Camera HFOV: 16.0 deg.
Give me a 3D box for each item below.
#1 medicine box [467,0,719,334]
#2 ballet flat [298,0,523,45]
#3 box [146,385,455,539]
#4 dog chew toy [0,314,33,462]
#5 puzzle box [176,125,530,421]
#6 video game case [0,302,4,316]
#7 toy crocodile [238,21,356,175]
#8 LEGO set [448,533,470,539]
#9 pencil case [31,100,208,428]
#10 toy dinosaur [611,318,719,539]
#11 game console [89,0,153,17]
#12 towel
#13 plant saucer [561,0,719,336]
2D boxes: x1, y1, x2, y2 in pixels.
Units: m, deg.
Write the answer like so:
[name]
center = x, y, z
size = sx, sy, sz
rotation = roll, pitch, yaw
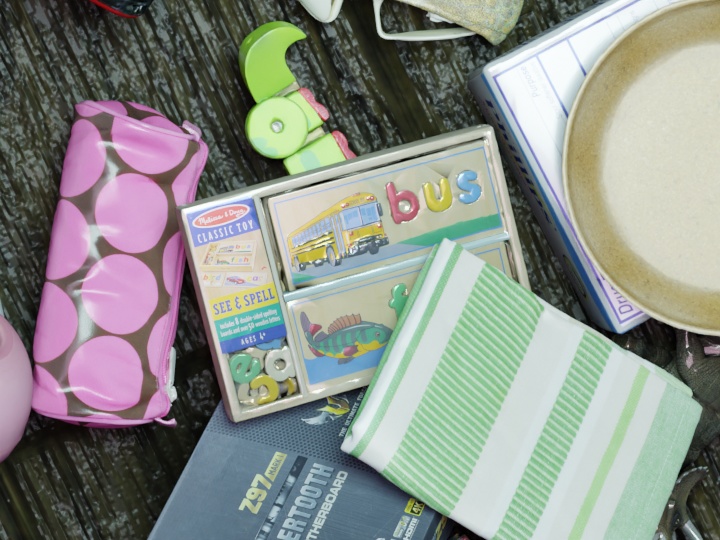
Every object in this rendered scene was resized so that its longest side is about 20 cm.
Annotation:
[medicine box]
center = 0.195, -0.088, 1.582
size = 0.199, 0.103, 0.183
rotation = -28, 94, -1
[ballet flat]
center = 0.004, -0.180, 1.591
size = 0.199, 0.071, 0.071
rotation = 11, 92, -3
[box]
center = -0.027, 0.140, 1.530
size = 0.157, 0.051, 0.200
rotation = 13, 49, 18
[dog chew toy]
center = -0.280, 0.106, 1.553
size = 0.124, 0.125, 0.200
rotation = 30, 119, -4
[puzzle box]
center = 0.000, 0.000, 1.541
size = 0.199, 0.025, 0.134
rotation = -16, 98, -11
[video game case]
center = -0.321, -0.009, 1.564
size = 0.181, 0.024, 0.201
rotation = -10, 117, -2
[toy crocodile]
center = -0.023, -0.059, 1.590
size = 0.062, 0.068, 0.201
rotation = -28, 93, -2
[LEGO set]
center = 0.109, 0.202, 1.583
size = 0.153, 0.116, 0.201
rotation = -31, 94, -1
[pencil case]
center = -0.146, -0.003, 1.579
size = 0.093, 0.091, 0.201
rotation = 8, 91, 7
[toy dinosaur]
center = 0.201, 0.080, 1.614
size = 0.102, 0.077, 0.201
rotation = 32, 80, -30
[game console]
center = -0.181, -0.270, 1.553
size = 0.199, 0.173, 0.119
rotation = 28, 118, -3
[towel]
center = 0.099, 0.092, 1.518
size = 0.199, 0.023, 0.153
rotation = 32, 69, -15
[plant saucer]
center = 0.216, -0.062, 1.511
size = 0.199, 0.035, 0.202
rotation = 0, 91, -1
